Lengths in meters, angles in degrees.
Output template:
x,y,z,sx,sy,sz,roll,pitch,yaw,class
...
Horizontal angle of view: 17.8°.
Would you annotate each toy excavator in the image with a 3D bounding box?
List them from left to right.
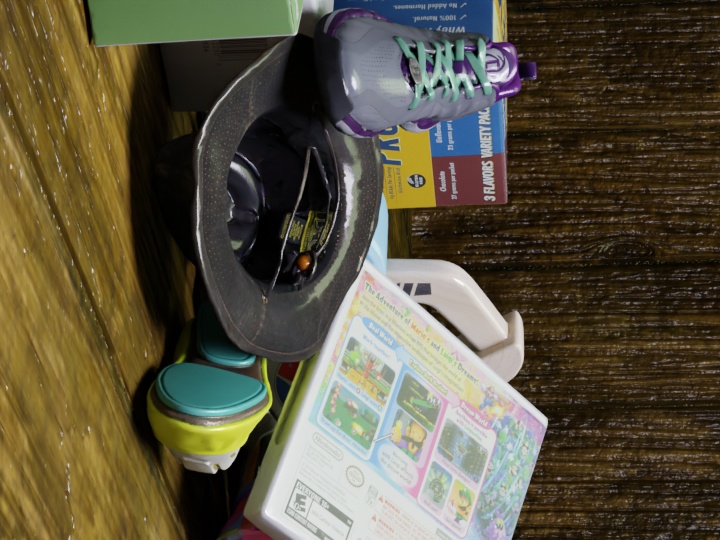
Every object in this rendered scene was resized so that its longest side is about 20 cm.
x,y,z,sx,sy,sz,roll,pitch,yaw,class
0.000,0.000,1.464,0.100,0.199,0.195,-85,169,-51,toy excavator

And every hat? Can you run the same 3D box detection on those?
x,y,z,sx,sy,sz,roll,pitch,yaw,class
-0.066,-0.045,1.311,0.200,0.080,0.202,-28,123,-55,hat

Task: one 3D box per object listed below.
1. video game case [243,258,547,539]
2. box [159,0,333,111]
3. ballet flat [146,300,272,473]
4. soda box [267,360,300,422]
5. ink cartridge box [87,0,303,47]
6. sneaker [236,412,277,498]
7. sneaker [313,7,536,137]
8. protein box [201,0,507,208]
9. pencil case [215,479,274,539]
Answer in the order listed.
x,y,z,sx,sy,sz,roll,pitch,yaw,class
0.028,0.120,1.415,0.200,0.024,0.183,41,56,-33,video game case
-0.067,-0.210,1.377,0.125,0.097,0.201,82,8,-50,box
-0.084,0.076,1.303,0.200,0.066,0.067,-80,-179,-73,ballet flat
-0.008,0.105,1.525,0.200,0.068,0.064,51,-5,15,soda box
-0.081,-0.159,1.153,0.200,0.103,0.060,-84,170,-59,ink cartridge box
-0.045,0.190,1.618,0.078,0.077,0.201,-79,165,-62,sneaker
0.039,-0.121,1.330,0.200,0.087,0.075,-14,93,-70,sneaker
-0.001,-0.156,1.546,0.201,0.197,0.135,-86,172,-47,protein box
-0.055,0.184,1.461,0.200,0.088,0.089,-69,157,-83,pencil case
